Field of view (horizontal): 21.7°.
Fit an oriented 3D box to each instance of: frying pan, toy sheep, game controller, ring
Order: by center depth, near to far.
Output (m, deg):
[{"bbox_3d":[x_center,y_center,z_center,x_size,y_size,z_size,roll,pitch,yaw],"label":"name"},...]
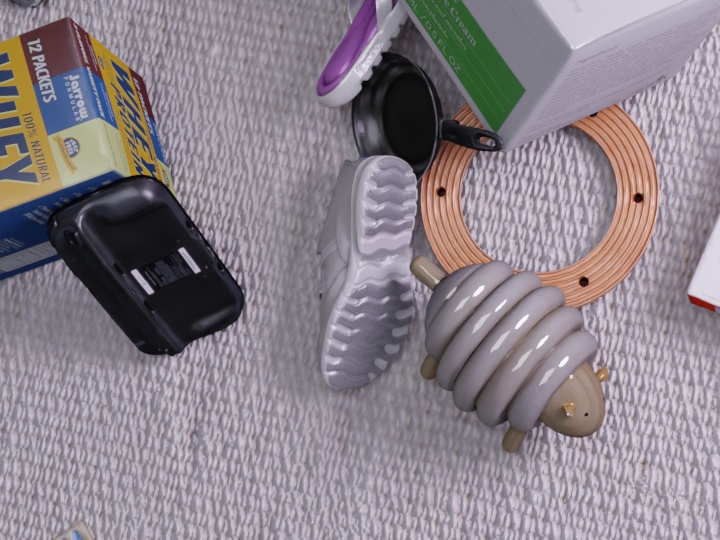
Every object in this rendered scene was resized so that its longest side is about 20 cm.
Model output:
[{"bbox_3d":[0.113,0.060,1.494,0.200,0.138,0.138,38,91,12],"label":"toy sheep"},{"bbox_3d":[0.054,-0.133,1.536,0.190,0.031,0.115,-19,82,53],"label":"frying pan"},{"bbox_3d":[-0.173,-0.001,1.540,0.104,0.200,0.042,-30,48,2],"label":"game controller"},{"bbox_3d":[0.149,-0.061,1.566,0.200,0.019,0.201,-2,81,10],"label":"ring"}]

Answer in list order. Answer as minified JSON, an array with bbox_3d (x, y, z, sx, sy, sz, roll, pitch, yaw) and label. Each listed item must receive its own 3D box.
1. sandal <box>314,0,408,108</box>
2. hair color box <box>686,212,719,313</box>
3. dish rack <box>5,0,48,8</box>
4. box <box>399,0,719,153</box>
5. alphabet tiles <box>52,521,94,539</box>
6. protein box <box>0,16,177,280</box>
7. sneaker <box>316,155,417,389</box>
[{"bbox_3d":[0.011,-0.231,1.571,0.050,0.082,0.203,32,73,-27],"label":"sandal"},{"bbox_3d":[0.351,-0.048,1.501,0.111,0.064,0.200,23,88,15],"label":"hair color box"},{"bbox_3d":[-0.286,-0.343,1.677,0.153,0.055,0.200,42,92,15],"label":"dish rack"},{"bbox_3d":[0.159,-0.239,1.476,0.200,0.171,0.199,-26,75,-27],"label":"box"},{"bbox_3d":[-0.278,0.338,1.601,0.200,0.008,0.167,-34,77,5],"label":"alphabet tiles"},{"bbox_3d":[-0.283,-0.091,1.565,0.200,0.199,0.135,-20,78,7],"label":"protein box"},{"bbox_3d":[0.000,0.000,1.571,0.075,0.082,0.200,9,96,-30],"label":"sneaker"}]
